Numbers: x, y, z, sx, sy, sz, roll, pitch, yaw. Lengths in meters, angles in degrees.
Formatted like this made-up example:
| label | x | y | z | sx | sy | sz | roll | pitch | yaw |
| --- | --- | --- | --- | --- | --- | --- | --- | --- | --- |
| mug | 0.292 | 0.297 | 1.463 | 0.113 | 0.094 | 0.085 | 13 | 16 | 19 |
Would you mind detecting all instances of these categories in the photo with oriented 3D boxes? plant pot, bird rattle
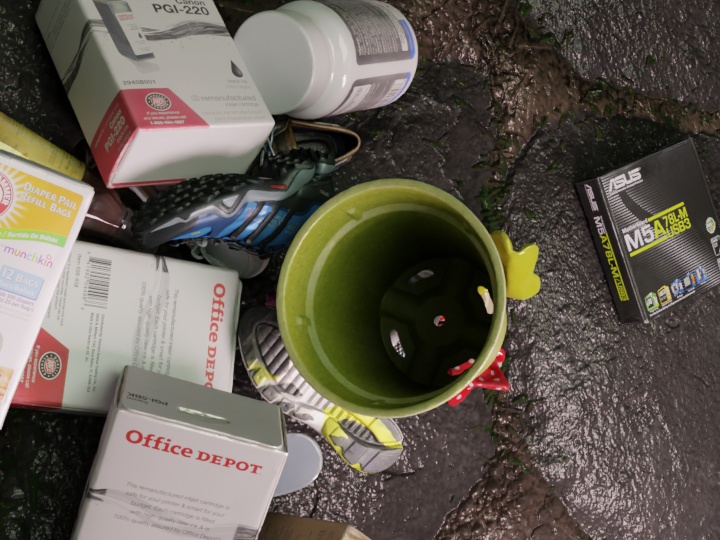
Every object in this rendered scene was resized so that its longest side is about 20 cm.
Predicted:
| label | x | y | z | sx | sy | sz | roll | pitch | yaw |
| --- | --- | --- | --- | --- | --- | --- | --- | --- | --- |
| plant pot | 0.052 | 0.035 | 1.018 | 0.184 | 0.200 | 0.201 | 25 | 65 | -68 |
| bird rattle | 0.102 | 0.040 | 1.241 | 0.163 | 0.113 | 0.200 | 30 | 80 | -14 |

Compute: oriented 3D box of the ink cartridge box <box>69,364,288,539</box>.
| label | x | y | z | sx | sy | sz | roll | pitch | yaw |
| --- | --- | --- | --- | --- | --- | --- | --- | --- | --- |
| ink cartridge box | -0.160 | 0.197 | 0.952 | 0.146 | 0.083 | 0.201 | 17 | 108 | -12 |

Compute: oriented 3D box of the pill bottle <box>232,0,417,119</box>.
| label | x | y | z | sx | sy | sz | roll | pitch | yaw |
| --- | --- | --- | --- | --- | --- | --- | --- | --- | --- |
| pill bottle | -0.034 | -0.210 | 1.114 | 0.200 | 0.113 | 0.114 | -22 | 96 | -58 |

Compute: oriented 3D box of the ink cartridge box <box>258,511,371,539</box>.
| label | x | y | z | sx | sy | sz | roll | pitch | yaw |
| --- | --- | --- | --- | --- | --- | --- | --- | --- | --- |
| ink cartridge box | -0.074 | 0.327 | 1.017 | 0.075 | 0.165 | 0.200 | 39 | 65 | -25 |

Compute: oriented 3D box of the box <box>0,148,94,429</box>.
| label | x | y | z | sx | sy | sz | roll | pitch | yaw |
| --- | --- | --- | --- | --- | --- | --- | --- | --- | --- |
| box | -0.303 | 0.003 | 0.867 | 0.112 | 0.101 | 0.201 | 23 | 88 | -33 |

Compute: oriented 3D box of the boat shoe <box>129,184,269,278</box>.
| label | x | y | z | sx | sy | sz | roll | pitch | yaw |
| --- | --- | --- | --- | --- | --- | --- | --- | --- | --- |
| boat shoe | -0.168 | -0.066 | 1.055 | 0.202 | 0.074 | 0.065 | 51 | 38 | -9 |

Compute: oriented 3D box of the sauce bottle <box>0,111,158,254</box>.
| label | x | y | z | sx | sy | sz | roll | pitch | yaw |
| --- | --- | --- | --- | --- | --- | --- | --- | --- | --- |
| sauce bottle | -0.267 | -0.073 | 1.008 | 0.200 | 0.066 | 0.066 | 31 | 67 | -24 |

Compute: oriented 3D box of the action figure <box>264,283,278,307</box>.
| label | x | y | z | sx | sy | sz | roll | pitch | yaw |
| --- | --- | --- | --- | --- | --- | --- | --- | --- | --- |
| action figure | 0.000 | 0.000 | 1.135 | 0.200 | 0.134 | 0.149 | -37 | 104 | -29 |

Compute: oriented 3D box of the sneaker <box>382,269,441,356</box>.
| label | x | y | z | sx | sy | sz | roll | pitch | yaw |
| --- | --- | --- | --- | --- | --- | --- | --- | --- | --- |
| sneaker | 0.043 | 0.080 | 1.171 | 0.200 | 0.078 | 0.091 | -48 | 124 | 1 |

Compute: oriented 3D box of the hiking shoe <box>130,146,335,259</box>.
| label | x | y | z | sx | sy | sz | roll | pitch | yaw |
| --- | --- | --- | --- | --- | --- | --- | --- | --- | --- |
| hiking shoe | -0.103 | -0.044 | 0.999 | 0.199 | 0.074 | 0.087 | -19 | 113 | -25 |

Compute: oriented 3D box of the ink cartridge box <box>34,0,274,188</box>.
| label | x | y | z | sx | sy | sz | roll | pitch | yaw |
| --- | --- | --- | --- | --- | --- | --- | --- | --- | --- |
| ink cartridge box | -0.187 | -0.181 | 1.017 | 0.145 | 0.085 | 0.200 | -8 | 60 | -39 |

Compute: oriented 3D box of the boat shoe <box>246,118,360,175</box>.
| label | x | y | z | sx | sy | sz | roll | pitch | yaw |
| --- | --- | --- | --- | --- | --- | --- | --- | --- | --- |
| boat shoe | -0.090 | -0.122 | 1.128 | 0.200 | 0.072 | 0.072 | -17 | 94 | -33 |

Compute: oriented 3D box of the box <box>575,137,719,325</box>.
| label | x | y | z | sx | sy | sz | roll | pitch | yaw |
| --- | --- | --- | --- | --- | --- | --- | --- | --- | --- |
| box | 0.383 | -0.053 | 1.448 | 0.200 | 0.047 | 0.194 | -22 | 97 | -34 |

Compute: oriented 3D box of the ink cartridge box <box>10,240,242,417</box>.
| label | x | y | z | sx | sy | sz | roll | pitch | yaw |
| --- | --- | --- | --- | --- | --- | --- | --- | --- | --- |
| ink cartridge box | -0.218 | 0.059 | 1.010 | 0.199 | 0.084 | 0.145 | 11 | 76 | -30 |

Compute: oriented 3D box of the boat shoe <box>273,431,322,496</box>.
| label | x | y | z | sx | sy | sz | roll | pitch | yaw |
| --- | --- | --- | --- | --- | --- | --- | --- | --- | --- |
| boat shoe | -0.136 | 0.189 | 1.054 | 0.201 | 0.086 | 0.075 | -16 | 90 | -5 |

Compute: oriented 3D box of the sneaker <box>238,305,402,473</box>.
| label | x | y | z | sx | sy | sz | roll | pitch | yaw |
| --- | --- | --- | --- | --- | --- | --- | --- | --- | --- |
| sneaker | -0.046 | 0.112 | 1.065 | 0.074 | 0.085 | 0.200 | -42 | 104 | -5 |
